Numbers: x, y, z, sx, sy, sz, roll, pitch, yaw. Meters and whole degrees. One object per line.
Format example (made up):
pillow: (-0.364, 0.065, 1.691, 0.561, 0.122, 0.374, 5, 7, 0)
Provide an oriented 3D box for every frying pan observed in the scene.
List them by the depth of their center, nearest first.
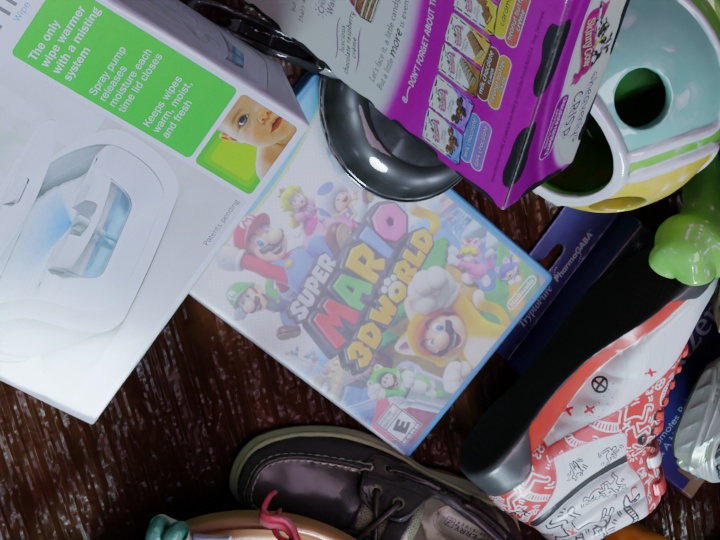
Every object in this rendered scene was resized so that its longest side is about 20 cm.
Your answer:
frying pan: (0.006, -0.120, 0.848, 0.190, 0.031, 0.115, 45, 72, -24)

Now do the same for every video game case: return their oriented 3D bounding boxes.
video game case: (0.000, 0.000, 0.893, 0.200, 0.018, 0.143, 39, 91, -23)

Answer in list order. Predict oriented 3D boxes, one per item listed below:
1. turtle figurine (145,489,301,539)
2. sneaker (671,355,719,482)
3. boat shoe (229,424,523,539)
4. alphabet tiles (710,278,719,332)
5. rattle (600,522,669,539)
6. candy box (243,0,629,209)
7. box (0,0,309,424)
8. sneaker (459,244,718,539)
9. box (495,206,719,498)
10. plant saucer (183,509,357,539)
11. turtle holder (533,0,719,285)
turtle figurine: (-0.091, 0.194, 0.821, 0.200, 0.101, 0.150, -15, 97, 25)
sneaker: (0.268, 0.045, 0.931, 0.078, 0.086, 0.200, 1, 110, -58)
boat shoe: (0.019, 0.149, 0.926, 0.200, 0.066, 0.072, 20, 101, -24)
alphabet tiles: (0.224, -0.071, 0.884, 0.008, 0.167, 0.201, 8, 104, 7)
rattle: (0.275, 0.146, 0.987, 0.200, 0.130, 0.143, -42, 89, 25)
candy box: (0.030, -0.144, 0.741, 0.061, 0.200, 0.137, -34, 153, -33)
box: (-0.158, -0.056, 0.765, 0.176, 0.097, 0.200, 31, 105, -27)
sneaker: (0.162, 0.079, 0.924, 0.201, 0.067, 0.108, -46, 116, 3)
box: (0.179, 0.049, 0.974, 0.200, 0.032, 0.121, 36, 93, -25)
plant saucer: (-0.062, 0.223, 0.908, 0.200, 0.037, 0.201, 0, 115, 1)
turtle holder: (0.136, -0.086, 0.841, 0.132, 0.141, 0.186, -52, 140, -44)
